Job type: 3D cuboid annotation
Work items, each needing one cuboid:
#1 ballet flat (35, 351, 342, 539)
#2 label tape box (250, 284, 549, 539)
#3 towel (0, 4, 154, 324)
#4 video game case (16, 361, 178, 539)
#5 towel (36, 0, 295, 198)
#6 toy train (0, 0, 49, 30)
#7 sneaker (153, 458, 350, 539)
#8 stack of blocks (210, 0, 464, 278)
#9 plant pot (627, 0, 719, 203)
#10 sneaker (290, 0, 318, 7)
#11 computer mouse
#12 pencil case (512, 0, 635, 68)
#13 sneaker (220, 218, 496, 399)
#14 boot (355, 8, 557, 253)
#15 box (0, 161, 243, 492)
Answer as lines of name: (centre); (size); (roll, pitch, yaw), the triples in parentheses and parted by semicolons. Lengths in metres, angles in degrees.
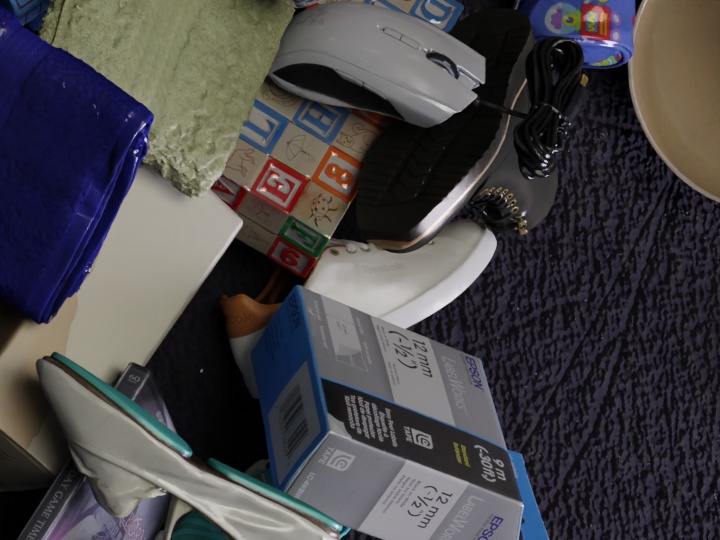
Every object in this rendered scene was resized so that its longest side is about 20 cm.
ballet flat: (-0.103, 0.120, 1.489); (0.200, 0.069, 0.069); (33, 67, -13)
label tape box: (0.041, 0.103, 1.613); (0.200, 0.066, 0.143); (20, 29, -23)
towel: (-0.217, -0.082, 1.509); (0.200, 0.148, 0.050); (35, 25, 9)
video game case: (-0.164, 0.166, 1.555); (0.019, 0.143, 0.200); (25, 67, 19)
towel: (-0.110, -0.154, 1.584); (0.148, 0.036, 0.200); (34, 59, -27)
toy train: (-0.203, -0.200, 1.599); (0.200, 0.087, 0.114); (-40, 111, -30)
sneaker: (-0.054, 0.155, 1.649); (0.200, 0.080, 0.078); (-42, 106, -28)
stack of blocks: (-0.033, -0.110, 1.684); (0.115, 0.059, 0.200); (31, 59, -2)
plant pot: (0.295, -0.151, 1.864); (0.200, 0.200, 0.134); (67, 22, -7)
sneaker: (-0.093, -0.222, 1.550); (0.200, 0.081, 0.076); (36, 59, -4)
computer mouse: (0.035, -0.120, 1.614); (0.200, 0.044, 0.110); (15, 49, 12)
pencil case: (0.142, -0.233, 1.824); (0.087, 0.078, 0.200); (2, 82, -4)
sneaker: (0.000, 0.000, 1.706); (0.200, 0.073, 0.085); (-31, 103, -30)
boot: (0.073, -0.048, 1.681); (0.200, 0.077, 0.138); (-55, 142, -36)
box: (-0.165, 0.027, 1.587); (0.078, 0.095, 0.200); (43, 62, -20)
